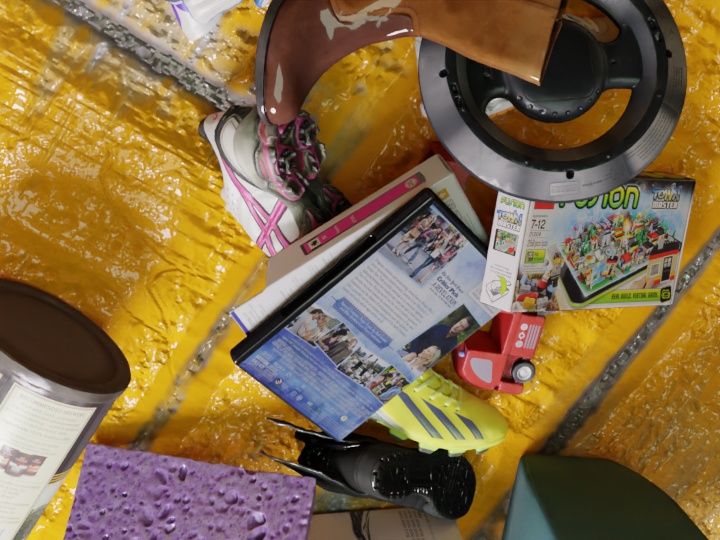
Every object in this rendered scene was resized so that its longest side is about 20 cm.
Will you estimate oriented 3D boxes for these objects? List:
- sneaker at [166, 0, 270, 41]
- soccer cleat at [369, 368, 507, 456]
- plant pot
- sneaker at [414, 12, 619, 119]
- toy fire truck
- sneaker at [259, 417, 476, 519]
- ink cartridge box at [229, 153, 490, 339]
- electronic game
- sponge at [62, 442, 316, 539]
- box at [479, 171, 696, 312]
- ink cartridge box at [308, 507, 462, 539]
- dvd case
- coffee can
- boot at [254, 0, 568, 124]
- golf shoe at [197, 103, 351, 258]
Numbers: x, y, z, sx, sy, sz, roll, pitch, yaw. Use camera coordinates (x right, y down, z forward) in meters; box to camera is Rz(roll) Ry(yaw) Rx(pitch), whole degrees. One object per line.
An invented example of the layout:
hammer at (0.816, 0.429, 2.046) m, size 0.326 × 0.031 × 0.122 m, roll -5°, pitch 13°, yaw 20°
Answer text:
sneaker at (-0.153, -0.233, 1.046) m, size 0.200 × 0.081 × 0.147 m, roll -9°, pitch 110°, yaw -12°
soccer cleat at (0.038, 0.097, 1.225) m, size 0.200 × 0.065 × 0.084 m, roll 19°, pitch 107°, yaw -10°
plant pot at (0.198, 0.247, 1.251) m, size 0.141 × 0.200 × 0.141 m, roll 5°, pitch 112°, yaw -11°
sneaker at (0.136, -0.180, 1.127) m, size 0.200 × 0.076 × 0.092 m, roll -17°, pitch 110°, yaw -4°
toy fire truck at (0.095, 0.003, 1.210) m, size 0.141 × 0.049 × 0.200 m, roll 10°, pitch 112°, yaw -14°
sneaker at (0.011, 0.170, 1.259) m, size 0.200 × 0.104 × 0.060 m, roll 23°, pitch 78°, yaw -52°
ink cartridge box at (0.000, 0.000, 1.128) m, size 0.200 × 0.037 × 0.095 m, roll -33°, pitch 132°, yaw 0°
electronic game at (0.142, -0.148, 1.078) m, size 0.200 × 0.042 × 0.200 m, roll 0°, pitch 80°, yaw -2°
sponge at (-0.142, 0.211, 1.199) m, size 0.200 × 0.112 × 0.030 m, roll 8°, pitch 151°, yaw 7°
box at (0.184, -0.025, 1.162) m, size 0.200 × 0.035 × 0.110 m, roll -2°, pitch 105°, yaw -40°
ink cartridge box at (-0.009, 0.297, 1.299) m, size 0.200 × 0.084 × 0.145 m, roll -3°, pitch 114°, yaw -9°
dvd case at (0.015, 0.038, 1.131) m, size 0.200 × 0.018 × 0.143 m, roll -39°, pitch 131°, yaw 9°
coffee can at (-0.293, 0.127, 1.142) m, size 0.146 × 0.146 × 0.200 m, roll 29°, pitch 106°, yaw -20°
boot at (0.039, -0.166, 1.045) m, size 0.200 × 0.068 × 0.188 m, roll 20°, pitch 72°, yaw 16°
golf shoe at (-0.061, -0.051, 1.158) m, size 0.092 × 0.073 × 0.200 m, roll 8°, pitch 135°, yaw 32°
